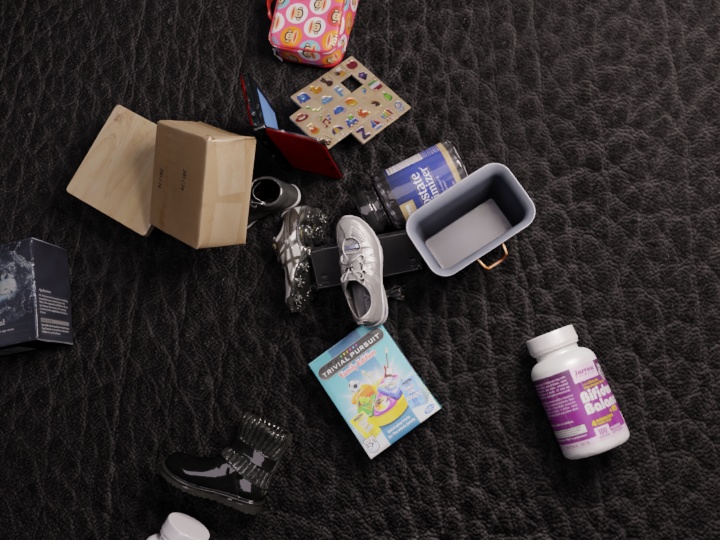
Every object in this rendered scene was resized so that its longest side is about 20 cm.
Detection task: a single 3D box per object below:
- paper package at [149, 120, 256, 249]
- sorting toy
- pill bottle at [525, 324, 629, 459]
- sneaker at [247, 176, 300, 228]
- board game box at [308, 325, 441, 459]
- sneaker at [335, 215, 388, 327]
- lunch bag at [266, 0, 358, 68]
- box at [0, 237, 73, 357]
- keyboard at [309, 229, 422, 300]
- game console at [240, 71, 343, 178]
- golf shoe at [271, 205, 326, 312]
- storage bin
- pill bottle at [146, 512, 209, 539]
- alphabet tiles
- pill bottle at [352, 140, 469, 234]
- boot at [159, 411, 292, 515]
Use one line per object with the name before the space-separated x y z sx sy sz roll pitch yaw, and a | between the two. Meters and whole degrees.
paper package | -0.287 -0.158 1.160 0.190 0.103 0.201 25 113 40
sorting toy | -0.442 -0.192 1.285 0.198 0.070 0.201 28 85 13
pill bottle | 0.351 0.197 1.065 0.112 0.112 0.201 -22 78 5
sneaker | -0.218 -0.126 1.222 0.199 0.099 0.071 -21 79 7
board game box | 0.025 0.206 1.150 0.151 0.047 0.200 -36 77 1
sneaker | 0.000 0.000 1.110 0.074 0.082 0.201 -18 85 20
lunch bag | -0.103 -0.512 1.278 0.175 0.082 0.201 13 83 12
box | -0.687 0.060 1.259 0.196 0.117 0.201 -11 77 7
keyboard | 0.015 0.002 1.179 0.199 0.021 0.128 -10 101 3
game console | -0.121 -0.259 1.177 0.118 0.200 0.173 -15 78 6
golf shoe | -0.122 -0.022 1.211 0.094 0.078 0.201 5 82 32
storage bin | 0.196 -0.067 1.125 0.200 0.134 0.146 -34 77 3
pill bottle | -0.348 0.534 1.122 0.111 0.111 0.201 29 86 13
alphabet tiles | -0.029 -0.311 1.232 0.200 0.008 0.167 -40 76 -22
pill bottle | 0.092 -0.144 1.167 0.199 0.112 0.112 -27 77 4
boot | -0.239 0.324 1.155 0.210 0.079 0.159 19 91 1
